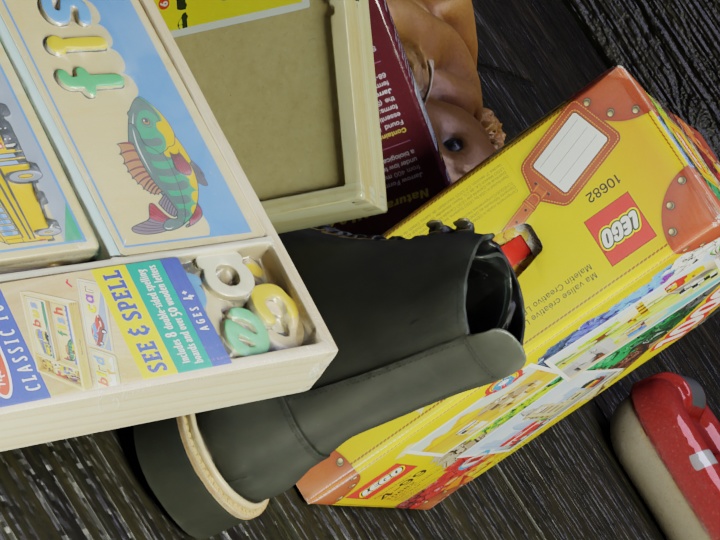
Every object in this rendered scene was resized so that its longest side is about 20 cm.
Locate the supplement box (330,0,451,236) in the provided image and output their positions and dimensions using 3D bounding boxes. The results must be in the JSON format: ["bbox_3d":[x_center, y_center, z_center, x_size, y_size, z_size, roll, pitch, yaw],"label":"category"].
[{"bbox_3d":[-0.042,-0.098,0.906,0.061,0.109,0.200,-100,170,-66],"label":"supplement box"}]

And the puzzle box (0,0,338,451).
[{"bbox_3d":[-0.105,-0.039,0.708,0.133,0.025,0.200,-10,61,-38],"label":"puzzle box"}]

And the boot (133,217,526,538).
[{"bbox_3d":[0.000,0.000,0.801,0.077,0.138,0.200,50,25,-34],"label":"boot"}]

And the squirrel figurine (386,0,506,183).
[{"bbox_3d":[0.030,-0.056,1.073,0.200,0.141,0.187,54,1,-43],"label":"squirrel figurine"}]

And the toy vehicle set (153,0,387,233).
[{"bbox_3d":[-0.061,-0.109,0.792,0.027,0.124,0.201,24,59,-68],"label":"toy vehicle set"}]

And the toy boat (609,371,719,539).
[{"bbox_3d":[0.262,0.140,1.428,0.200,0.131,0.130,59,15,16],"label":"toy boat"}]

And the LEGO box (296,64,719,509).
[{"bbox_3d":[0.065,0.014,0.922,0.077,0.200,0.149,59,15,17],"label":"LEGO box"}]
